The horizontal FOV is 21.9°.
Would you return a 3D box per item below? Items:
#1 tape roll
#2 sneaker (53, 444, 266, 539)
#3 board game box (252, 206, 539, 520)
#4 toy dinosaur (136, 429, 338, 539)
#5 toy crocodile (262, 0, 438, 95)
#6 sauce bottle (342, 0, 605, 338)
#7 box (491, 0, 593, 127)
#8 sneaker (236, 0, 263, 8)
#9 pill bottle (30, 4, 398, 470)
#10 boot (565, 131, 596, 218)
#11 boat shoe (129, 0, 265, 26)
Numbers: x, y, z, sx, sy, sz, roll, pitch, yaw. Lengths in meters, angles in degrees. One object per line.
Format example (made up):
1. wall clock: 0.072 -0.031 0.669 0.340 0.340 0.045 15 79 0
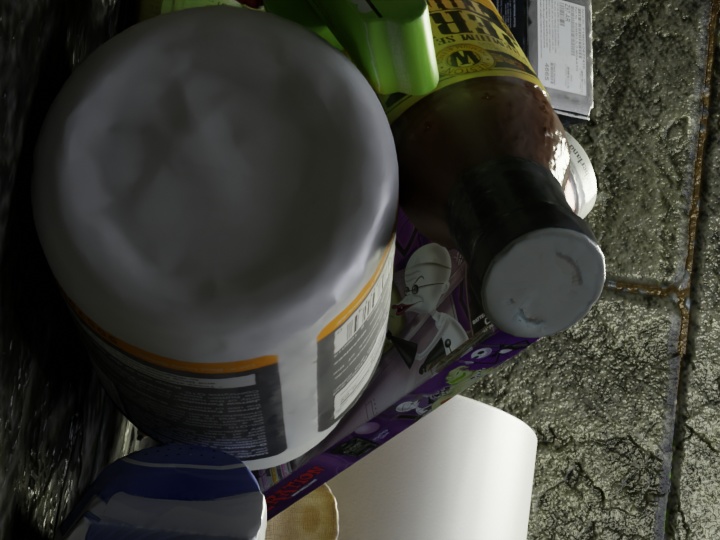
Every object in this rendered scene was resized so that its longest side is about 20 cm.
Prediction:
1. tape roll: -0.009 0.146 1.016 0.203 0.201 0.140 91 8 -72
2. sneaker: -0.083 0.116 0.716 0.200 0.080 0.116 105 -8 -45
3. board game box: -0.010 0.016 0.781 0.200 0.032 0.121 -38 -128 36
4. toy dinosaur: -0.061 0.125 0.852 0.058 0.100 0.202 84 14 -82
5. toy crocodile: -0.024 -0.133 0.630 0.200 0.061 0.068 55 -12 39
6. sauce bottle: 0.035 -0.050 0.638 0.200 0.064 0.065 -114 -154 -54
7. box: 0.036 -0.157 0.876 0.160 0.043 0.202 -11 -104 50
8. sneaker: -0.037 -0.128 0.980 0.200 0.073 0.087 -79 174 -61
9. pill bottle: -0.045 0.001 0.652 0.200 0.115 0.117 94 5 -71
10. boot: 0.000 0.000 0.888 0.144 0.199 0.073 -34 98 -43
11. boat shoe: -0.056 -0.063 0.785 0.200 0.066 0.075 85 13 -81
